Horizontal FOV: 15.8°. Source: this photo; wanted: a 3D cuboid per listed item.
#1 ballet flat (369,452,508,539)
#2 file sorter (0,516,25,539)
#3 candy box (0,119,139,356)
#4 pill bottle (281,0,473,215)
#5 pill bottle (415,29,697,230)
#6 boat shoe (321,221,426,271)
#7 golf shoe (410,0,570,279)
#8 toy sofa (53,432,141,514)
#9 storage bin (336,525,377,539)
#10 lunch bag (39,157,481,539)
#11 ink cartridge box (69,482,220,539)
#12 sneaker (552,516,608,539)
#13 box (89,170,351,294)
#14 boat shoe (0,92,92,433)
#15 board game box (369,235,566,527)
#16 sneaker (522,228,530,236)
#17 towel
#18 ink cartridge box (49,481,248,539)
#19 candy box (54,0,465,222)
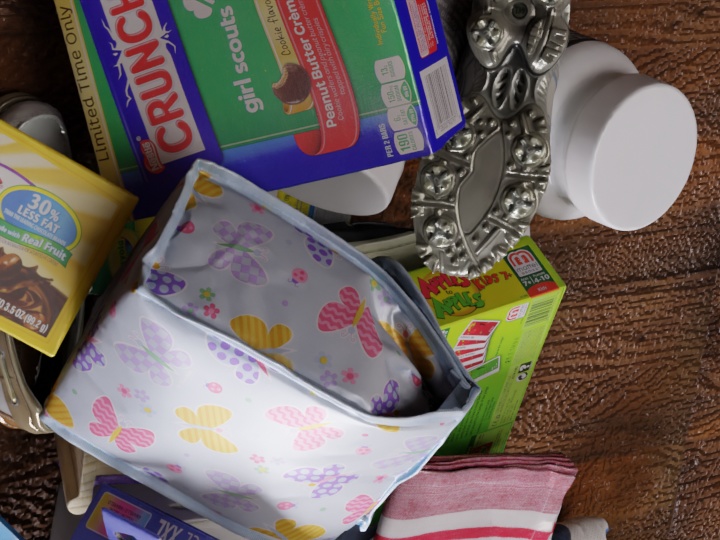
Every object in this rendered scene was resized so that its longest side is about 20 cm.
[{"bbox_3d":[0.030,0.193,1.672,0.200,0.068,0.064,-38,177,7],"label":"ballet flat"},{"bbox_3d":[-0.206,0.260,1.517,0.139,0.123,0.200,-42,113,2],"label":"file sorter"},{"bbox_3d":[-0.231,-0.045,1.417,0.199,0.026,0.103,29,85,-13],"label":"candy box"},{"bbox_3d":[0.007,-0.143,1.565,0.113,0.113,0.201,42,62,-45],"label":"pill bottle"},{"bbox_3d":[0.110,-0.100,1.652,0.116,0.200,0.117,-19,120,-35],"label":"pill bottle"},{"bbox_3d":[-0.001,0.002,1.629,0.199,0.066,0.075,-7,115,-45],"label":"boat shoe"},{"bbox_3d":[0.085,-0.094,1.551,0.097,0.078,0.201,-42,149,-80],"label":"golf shoe"},{"bbox_3d":[-0.085,0.108,1.590,0.199,0.083,0.098,0,128,-16],"label":"toy sofa"},{"bbox_3d":[0.006,0.256,1.776,0.201,0.145,0.134,-66,170,3],"label":"storage bin"},{"bbox_3d":[-0.052,0.057,1.452,0.199,0.170,0.128,31,51,-7],"label":"lunch bag"},{"bbox_3d":[-0.088,0.200,1.520,0.200,0.136,0.077,38,77,-50],"label":"ink cartridge box"},{"bbox_3d":[0.163,0.281,1.962,0.146,0.080,0.201,-31,122,-24],"label":"sneaker"},{"bbox_3d":[-0.090,-0.048,1.602,0.199,0.048,0.118,-6,113,-44],"label":"box"},{"bbox_3d":[-0.188,-0.002,1.516,0.074,0.068,0.201,-15,119,-38],"label":"boat shoe"},{"bbox_3d":[0.054,0.073,1.653,0.101,0.048,0.201,-17,144,-27],"label":"board game box"},{"bbox_3d":[0.029,0.019,1.719,0.130,0.079,0.201,28,88,-47],"label":"sneaker"},{"bbox_3d":[0.057,0.209,1.645,0.143,0.023,0.201,1,111,-37],"label":"towel"},{"bbox_3d":[-0.132,0.234,1.666,0.145,0.083,0.201,-2,110,-42],"label":"ink cartridge box"},{"bbox_3d":[-0.061,-0.132,1.446,0.077,0.199,0.170,-37,113,-65],"label":"candy box"}]
